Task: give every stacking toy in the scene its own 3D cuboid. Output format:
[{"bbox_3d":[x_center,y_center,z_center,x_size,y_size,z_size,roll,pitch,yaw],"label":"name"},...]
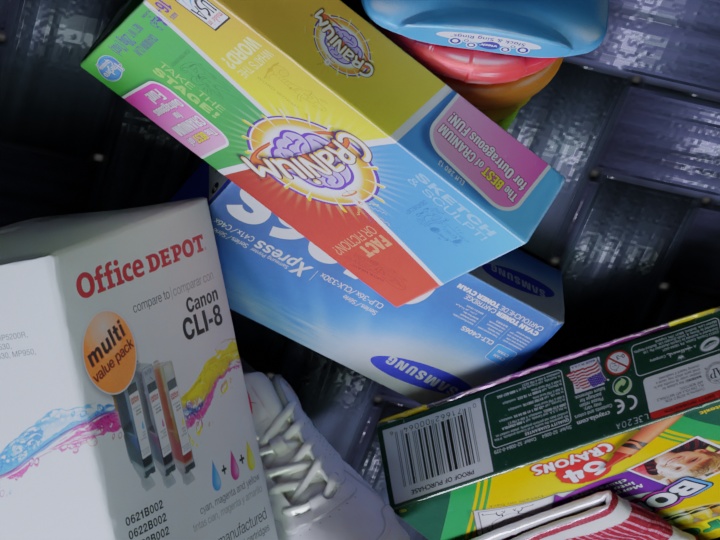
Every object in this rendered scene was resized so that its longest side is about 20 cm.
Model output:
[{"bbox_3d":[0.041,-0.092,1.263,0.116,0.110,0.200,7,143,-8],"label":"stacking toy"}]

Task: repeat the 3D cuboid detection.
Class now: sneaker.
[{"bbox_3d":[-0.045,0.106,1.379,0.078,0.200,0.100,-32,123,-16],"label":"sneaker"}]

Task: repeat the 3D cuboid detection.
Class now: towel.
[{"bbox_3d":[0.125,0.177,1.473,0.144,0.023,0.200,-24,150,23],"label":"towel"}]

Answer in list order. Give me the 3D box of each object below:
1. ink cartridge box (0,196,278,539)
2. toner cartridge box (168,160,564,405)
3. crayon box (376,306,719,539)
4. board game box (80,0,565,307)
[{"bbox_3d":[-0.149,0.077,1.298,0.144,0.145,0.201,-8,99,30],"label":"ink cartridge box"},{"bbox_3d":[0.000,0.000,1.372,0.200,0.043,0.095,27,129,-23],"label":"toner cartridge box"},{"bbox_3d":[0.135,0.105,1.426,0.200,0.058,0.173,-20,149,17],"label":"crayon box"},{"bbox_3d":[-0.021,-0.071,1.227,0.200,0.040,0.153,37,157,-10],"label":"board game box"}]
